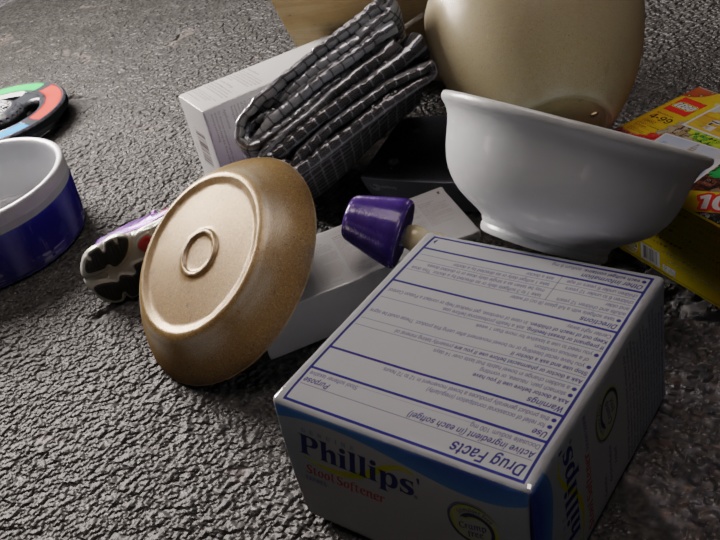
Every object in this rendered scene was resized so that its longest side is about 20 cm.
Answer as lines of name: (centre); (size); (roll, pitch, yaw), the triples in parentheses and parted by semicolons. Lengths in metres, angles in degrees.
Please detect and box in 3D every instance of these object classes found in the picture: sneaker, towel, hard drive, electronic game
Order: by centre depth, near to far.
towel: (-0.019, -0.149, 0.919); (0.199, 0.086, 0.166); (-38, -6, -2)
sneaker: (-0.173, -0.040, 0.925); (0.197, 0.082, 0.084); (-15, 27, 0)
hard drive: (0.113, -0.107, 0.943); (0.197, 0.043, 0.135); (3, 37, 24)
electronic game: (-0.496, -0.207, 1.319); (0.196, 0.042, 0.201); (-10, 33, 7)

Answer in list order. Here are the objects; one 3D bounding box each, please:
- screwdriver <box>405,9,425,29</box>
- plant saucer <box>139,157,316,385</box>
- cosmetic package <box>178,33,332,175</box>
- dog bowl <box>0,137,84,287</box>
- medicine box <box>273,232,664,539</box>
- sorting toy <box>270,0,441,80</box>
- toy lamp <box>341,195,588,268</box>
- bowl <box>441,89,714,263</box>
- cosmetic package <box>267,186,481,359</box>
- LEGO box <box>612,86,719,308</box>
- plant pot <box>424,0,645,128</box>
screwdriver: (0.005, -0.220, 1.006); (0.198, 0.028, 0.029); (-32, 78, -10)
plant saucer: (-0.122, -0.008, 0.793); (0.198, 0.035, 0.203); (-20, 58, 34)
cosmetic package: (-0.081, -0.170, 1.050); (0.198, 0.109, 0.085); (-26, 31, -19)
dog bowl: (-0.402, -0.061, 1.037); (0.196, 0.080, 0.201); (-9, 34, 6)
medicine box: (0.078, 0.082, 0.627); (0.180, 0.104, 0.200); (13, 42, 35)
sorting toy: (0.022, -0.296, 1.105); (0.196, 0.199, 0.071); (-3, 67, 16)
toy lamp: (0.081, -0.012, 0.748); (0.197, 0.059, 0.058); (18, 41, 12)
bowl: (0.142, -0.062, 0.694); (0.198, 0.092, 0.201); (15, 10, -3)
cosmetic package: (0.000, 0.000, 0.822); (0.197, 0.051, 0.083); (-21, 39, -9)
LEGO box: (0.292, -0.061, 0.776); (0.147, 0.078, 0.200); (-26, 35, -17)
plant pot: (0.161, -0.179, 0.844); (0.197, 0.201, 0.137); (-10, 61, 6)
